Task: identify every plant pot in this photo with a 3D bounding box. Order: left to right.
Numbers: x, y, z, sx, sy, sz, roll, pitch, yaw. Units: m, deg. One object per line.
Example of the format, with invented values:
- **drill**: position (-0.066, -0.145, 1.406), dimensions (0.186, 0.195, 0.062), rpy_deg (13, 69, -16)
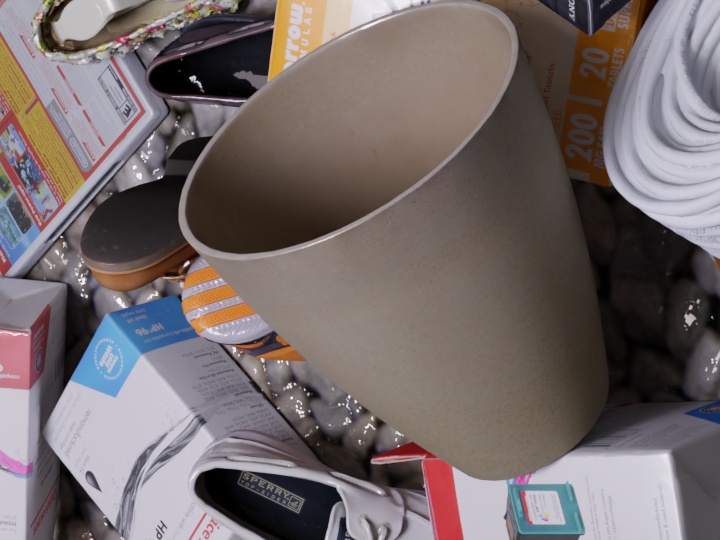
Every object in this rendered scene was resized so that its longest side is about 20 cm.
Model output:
- **plant pot**: position (0.040, 0.004, 1.116), dimensions (0.186, 0.188, 0.201), rpy_deg (-6, 129, 41)

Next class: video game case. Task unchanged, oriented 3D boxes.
- **video game case**: position (-0.218, -0.104, 1.500), dimensions (0.200, 0.017, 0.144), rpy_deg (-43, 72, 37)

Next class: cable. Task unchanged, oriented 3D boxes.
- **cable**: position (0.203, -0.097, 1.044), dimensions (0.199, 0.069, 0.201), rpy_deg (-8, 54, 55)

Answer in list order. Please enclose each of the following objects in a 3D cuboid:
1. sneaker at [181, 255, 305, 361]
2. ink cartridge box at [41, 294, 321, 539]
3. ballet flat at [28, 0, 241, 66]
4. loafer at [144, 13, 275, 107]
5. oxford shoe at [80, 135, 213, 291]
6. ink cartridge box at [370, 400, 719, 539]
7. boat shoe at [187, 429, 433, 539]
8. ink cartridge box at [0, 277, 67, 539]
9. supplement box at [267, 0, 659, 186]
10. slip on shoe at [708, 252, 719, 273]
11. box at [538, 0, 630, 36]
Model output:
- **sneaker**: position (0.000, 0.000, 1.301), dimensions (0.198, 0.112, 0.078), rpy_deg (-11, 78, 8)
- **ink cartridge box**: position (-0.102, 0.129, 1.418), dimensions (0.200, 0.068, 0.116), rpy_deg (47, 126, 22)
- **ballet flat**: position (-0.124, -0.172, 1.362), dimensions (0.199, 0.064, 0.076), rpy_deg (-28, 94, 34)
- **loafer**: position (-0.036, -0.117, 1.298), dimensions (0.199, 0.063, 0.072), rpy_deg (0, 109, 34)
- **oxford shoe**: position (-0.103, -0.019, 1.312), dimensions (0.071, 0.200, 0.072), rpy_deg (8, 110, 18)
- **ink cartridge box**: position (0.116, 0.115, 1.197), dimensions (0.199, 0.116, 0.068), rpy_deg (-5, 97, 42)
- **boat shoe**: position (-0.006, 0.149, 1.300), dimensions (0.199, 0.066, 0.072), rpy_deg (26, 104, 7)
- **ink cartridge box**: position (-0.241, 0.116, 1.494), dimensions (0.067, 0.117, 0.202), rpy_deg (5, 105, 3)
- **supplement box**: position (0.058, -0.132, 1.184), dimensions (0.199, 0.073, 0.127), rpy_deg (14, 110, 19)
- **slip on shoe**: position (0.222, -0.007, 1.120), dimensions (0.076, 0.060, 0.201), rpy_deg (-40, 55, 46)
- **box**: position (0.093, -0.218, 1.132), dimensions (0.200, 0.143, 0.036), rpy_deg (39, 159, 27)
